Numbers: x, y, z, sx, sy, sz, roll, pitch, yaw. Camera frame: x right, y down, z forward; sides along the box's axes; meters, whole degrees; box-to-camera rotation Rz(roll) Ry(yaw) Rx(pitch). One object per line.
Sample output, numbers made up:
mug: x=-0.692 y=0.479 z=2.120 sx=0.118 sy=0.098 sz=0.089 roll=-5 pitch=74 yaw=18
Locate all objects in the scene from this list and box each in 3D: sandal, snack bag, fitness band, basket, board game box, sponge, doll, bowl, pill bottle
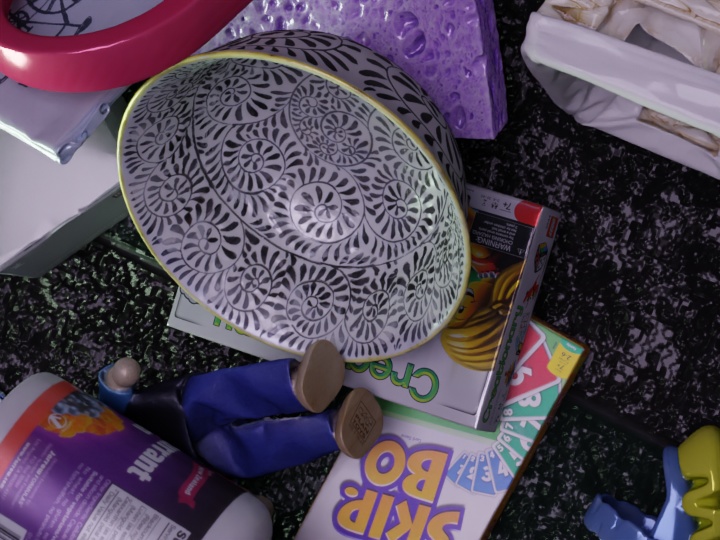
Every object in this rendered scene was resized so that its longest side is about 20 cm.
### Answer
sandal: x=0.172 y=0.188 z=1.412 sx=0.087 sy=0.079 sz=0.201 roll=-11 pitch=78 yaw=17
snack bag: x=-0.166 y=-0.154 z=1.407 sx=0.199 sy=0.021 sz=0.189 roll=26 pitch=63 yaw=31
fitness band: x=-0.115 y=-0.166 z=1.359 sx=0.143 sy=0.038 sz=0.200 roll=24 pitch=56 yaw=28
basket: x=0.176 y=-0.126 z=1.353 sx=0.135 sy=0.200 sz=0.124 roll=23 pitch=90 yaw=14
board game box: x=0.039 y=0.108 z=1.469 sx=0.095 sy=0.030 sz=0.201 roll=29 pitch=98 yaw=14
sponge: x=-0.021 y=-0.130 z=1.423 sx=0.199 sy=0.030 sz=0.112 roll=4 pitch=120 yaw=25
board game box: x=0.000 y=0.000 z=1.459 sx=0.199 sy=0.035 sz=0.127 roll=17 pitch=91 yaw=23
doll: x=-0.085 y=0.091 z=1.459 sx=0.199 sy=0.049 sz=0.137 roll=-11 pitch=130 yaw=36
bowl: x=-0.019 y=-0.057 z=1.386 sx=0.200 sy=0.094 sz=0.201 roll=16 pitch=134 yaw=17
pill bottle: x=-0.117 y=0.150 z=1.413 sx=0.199 sy=0.111 sz=0.112 roll=31 pitch=96 yaw=9

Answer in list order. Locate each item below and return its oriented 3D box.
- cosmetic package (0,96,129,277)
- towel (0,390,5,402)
cosmetic package: x=-0.206 y=-0.105 z=1.506 sx=0.107 sy=0.090 sz=0.201 roll=-32 pitch=84 yaw=10
towel: x=-0.311 y=0.064 z=1.560 sx=0.145 sy=0.024 sz=0.200 roll=-45 pitch=79 yaw=10
